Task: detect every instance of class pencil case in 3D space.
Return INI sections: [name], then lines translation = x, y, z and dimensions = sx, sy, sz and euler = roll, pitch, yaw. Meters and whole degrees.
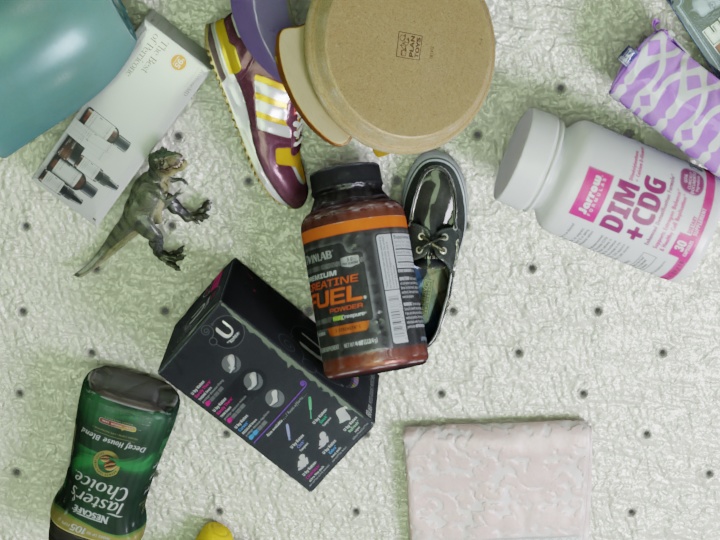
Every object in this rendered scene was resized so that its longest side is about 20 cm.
[pencil case]
translation = 0.327, -0.147, 1.471
dimensions = 0.199, 0.084, 0.086
euler = 39, 97, 3

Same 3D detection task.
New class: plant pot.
[plant pot]
translation = -0.300, -0.228, 1.427
dimensions = 0.160, 0.201, 0.202
euler = -26, 108, 0

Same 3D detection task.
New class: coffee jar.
[coffee jar]
translation = -0.260, 0.208, 1.637
dimensions = 0.103, 0.085, 0.202
euler = 15, 110, -4

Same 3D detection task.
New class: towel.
[towel]
translation = 0.147, 0.251, 1.670
dimensions = 0.198, 0.032, 0.193
euler = -2, 110, 2

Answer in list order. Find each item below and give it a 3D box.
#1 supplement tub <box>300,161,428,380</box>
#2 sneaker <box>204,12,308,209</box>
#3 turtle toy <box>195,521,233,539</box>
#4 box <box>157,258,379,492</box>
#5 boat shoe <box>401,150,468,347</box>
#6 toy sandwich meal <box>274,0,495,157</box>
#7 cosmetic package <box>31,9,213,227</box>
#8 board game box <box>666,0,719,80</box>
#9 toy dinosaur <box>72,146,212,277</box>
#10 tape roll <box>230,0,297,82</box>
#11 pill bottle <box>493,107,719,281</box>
[supplement tub]
translation = 0.000, 0.000, 1.518
dimensions = 0.106, 0.107, 0.202
euler = -11, 85, 6
[sneaker]
translation = -0.076, -0.157, 1.504
dimensions = 0.089, 0.075, 0.201
euler = -20, 110, 9
[turtle toy]
translation = -0.130, 0.374, 1.685
dimensions = 0.199, 0.101, 0.147
euler = 26, 109, -8
[box]
translation = -0.089, 0.104, 1.574
dimensions = 0.200, 0.122, 0.106
euler = 39, 107, -12
[boat shoe]
translation = 0.071, -0.016, 1.560
dimensions = 0.068, 0.057, 0.202
euler = 4, 110, 0
[toy sandwich meal]
translation = 0.024, -0.190, 1.376
dimensions = 0.203, 0.070, 0.208
euler = -1, 92, -24
[cosmetic package]
translation = -0.230, -0.147, 1.524
dimensions = 0.082, 0.051, 0.200
euler = 35, 108, -12
[board game box]
translation = 0.398, -0.218, 1.487
dimensions = 0.135, 0.035, 0.200
euler = -35, 105, 13
[toy dinosaur]
translation = -0.204, -0.049, 1.560
dimensions = 0.088, 0.048, 0.200
euler = 23, 127, -23
[tape roll]
translation = -0.015, -0.255, 1.425
dimensions = 0.198, 0.085, 0.202
euler = -4, 103, -19
[pill bottle]
translation = 0.236, -0.075, 1.503
dimensions = 0.198, 0.114, 0.114
euler = 21, 110, -6
